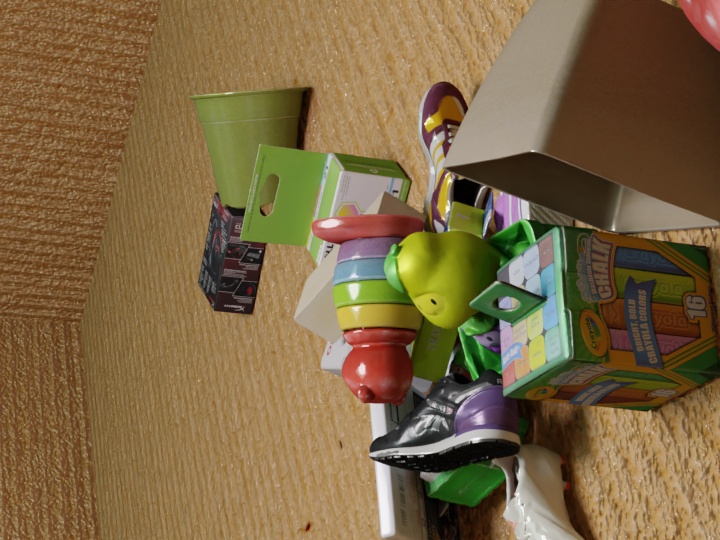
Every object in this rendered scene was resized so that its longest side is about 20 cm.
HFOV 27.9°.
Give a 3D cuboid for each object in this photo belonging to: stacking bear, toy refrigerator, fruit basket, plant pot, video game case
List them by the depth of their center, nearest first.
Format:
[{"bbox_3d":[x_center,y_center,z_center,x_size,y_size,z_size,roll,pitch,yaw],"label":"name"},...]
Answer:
[{"bbox_3d":[0.220,-0.151,1.318,0.199,0.198,0.179,-1,71,69],"label":"plant pot"},{"bbox_3d":[0.127,0.028,1.448,0.215,0.214,0.157,-34,69,64],"label":"fruit basket"},{"bbox_3d":[0.018,0.046,1.592,0.113,0.121,0.202,-7,80,36],"label":"stacking bear"},{"bbox_3d":[0.117,0.151,1.623,0.185,0.093,0.202,127,147,-54],"label":"fruit basket"},{"bbox_3d":[0.064,0.228,1.661,0.023,0.182,0.202,-18,60,23],"label":"video game case"},{"bbox_3d":[0.000,0.000,1.777,0.200,0.070,0.076,-47,19,43],"label":"toy refrigerator"},{"bbox_3d":[-0.180,-0.204,2.418,0.200,0.198,0.192,-166,71,-69],"label":"plant pot"}]

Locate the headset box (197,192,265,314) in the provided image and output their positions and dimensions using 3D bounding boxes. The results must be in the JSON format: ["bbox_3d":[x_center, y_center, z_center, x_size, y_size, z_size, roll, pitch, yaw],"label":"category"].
[{"bbox_3d":[-0.229,-0.042,2.622,0.149,0.074,0.202,-134,53,-64],"label":"headset box"}]

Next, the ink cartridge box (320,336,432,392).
[{"bbox_3d":[0.037,0.070,1.827,0.200,0.084,0.147,-7,62,70],"label":"ink cartridge box"}]

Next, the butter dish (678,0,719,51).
[{"bbox_3d":[0.311,-0.245,1.135,0.200,0.146,0.201,-113,36,-51],"label":"butter dish"}]

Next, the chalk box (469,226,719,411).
[{"bbox_3d":[0.197,0.044,1.283,0.125,0.198,0.125,137,135,-61],"label":"chalk box"}]

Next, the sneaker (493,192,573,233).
[{"bbox_3d":[0.177,-0.115,1.568,0.114,0.072,0.203,166,109,-71],"label":"sneaker"}]

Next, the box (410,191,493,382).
[{"bbox_3d":[0.102,0.013,1.642,0.122,0.047,0.202,-72,-3,-73],"label":"box"}]

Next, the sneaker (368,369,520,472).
[{"bbox_3d":[0.090,0.155,1.504,0.199,0.075,0.089,-18,60,44],"label":"sneaker"}]

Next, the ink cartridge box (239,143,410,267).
[{"bbox_3d":[-0.050,-0.081,1.978,0.076,0.198,0.149,-125,44,-60],"label":"ink cartridge box"}]

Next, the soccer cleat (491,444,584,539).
[{"bbox_3d":[0.182,0.260,1.438,0.201,0.077,0.070,-104,29,-42],"label":"soccer cleat"}]

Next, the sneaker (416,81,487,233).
[{"bbox_3d":[0.119,-0.132,1.738,0.090,0.074,0.202,-14,78,63],"label":"sneaker"}]
